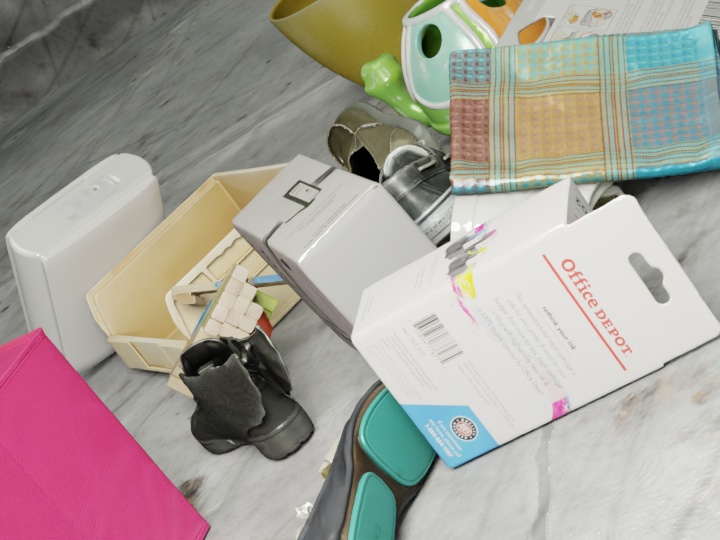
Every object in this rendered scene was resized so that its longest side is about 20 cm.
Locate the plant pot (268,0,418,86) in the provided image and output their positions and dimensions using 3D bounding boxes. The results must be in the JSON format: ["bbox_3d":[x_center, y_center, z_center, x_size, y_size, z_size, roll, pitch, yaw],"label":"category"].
[{"bbox_3d":[0.019,-0.287,1.907,0.200,0.142,0.200,-34,19,13],"label":"plant pot"}]

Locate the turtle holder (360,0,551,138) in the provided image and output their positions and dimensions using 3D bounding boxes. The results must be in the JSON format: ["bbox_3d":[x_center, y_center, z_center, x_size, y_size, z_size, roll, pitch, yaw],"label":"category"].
[{"bbox_3d":[0.098,-0.199,1.572,0.141,0.132,0.185,-44,20,-16],"label":"turtle holder"}]

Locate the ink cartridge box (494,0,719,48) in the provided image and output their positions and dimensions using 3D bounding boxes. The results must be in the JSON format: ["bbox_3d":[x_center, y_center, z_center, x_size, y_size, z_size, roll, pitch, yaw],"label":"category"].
[{"bbox_3d":[0.194,-0.157,1.303,0.173,0.044,0.200,9,40,20],"label":"ink cartridge box"}]

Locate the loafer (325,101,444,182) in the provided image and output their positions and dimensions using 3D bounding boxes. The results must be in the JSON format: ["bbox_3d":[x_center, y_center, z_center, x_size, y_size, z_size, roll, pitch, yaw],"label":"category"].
[{"bbox_3d":[0.008,-0.112,1.618,0.070,0.075,0.200,-38,18,-15],"label":"loafer"}]

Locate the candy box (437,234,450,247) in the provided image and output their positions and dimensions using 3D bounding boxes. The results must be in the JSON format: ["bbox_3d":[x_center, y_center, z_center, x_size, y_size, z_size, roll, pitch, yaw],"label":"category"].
[{"bbox_3d":[0.125,-0.063,1.364,0.200,0.026,0.102,-40,23,-8],"label":"candy box"}]

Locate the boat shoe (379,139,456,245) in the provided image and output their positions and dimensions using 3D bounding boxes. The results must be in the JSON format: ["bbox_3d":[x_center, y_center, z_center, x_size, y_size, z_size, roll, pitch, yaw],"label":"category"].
[{"bbox_3d":[0.052,-0.071,1.333,0.072,0.071,0.200,-39,5,7],"label":"boat shoe"}]

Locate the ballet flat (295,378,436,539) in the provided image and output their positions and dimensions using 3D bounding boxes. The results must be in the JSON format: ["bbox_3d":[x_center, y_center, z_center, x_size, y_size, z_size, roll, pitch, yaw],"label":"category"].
[{"bbox_3d":[-0.002,0.136,1.068,0.073,0.073,0.200,-26,24,30],"label":"ballet flat"}]

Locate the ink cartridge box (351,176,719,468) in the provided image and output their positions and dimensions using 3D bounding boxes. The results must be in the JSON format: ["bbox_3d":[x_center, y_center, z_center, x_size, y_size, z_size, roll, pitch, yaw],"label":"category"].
[{"bbox_3d":[0.109,0.025,1.050,0.200,0.115,0.068,-29,21,23],"label":"ink cartridge box"}]

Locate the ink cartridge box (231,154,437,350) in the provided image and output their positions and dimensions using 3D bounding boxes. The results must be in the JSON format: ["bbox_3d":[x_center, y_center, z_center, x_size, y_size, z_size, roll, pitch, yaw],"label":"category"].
[{"bbox_3d":[0.000,0.000,1.258,0.084,0.146,0.200,-45,19,-6],"label":"ink cartridge box"}]

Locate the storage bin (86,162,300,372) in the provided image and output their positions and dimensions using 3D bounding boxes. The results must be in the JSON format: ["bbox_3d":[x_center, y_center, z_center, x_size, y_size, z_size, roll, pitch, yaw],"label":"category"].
[{"bbox_3d":[-0.137,0.001,1.587,0.199,0.094,0.200,-45,20,-22],"label":"storage bin"}]

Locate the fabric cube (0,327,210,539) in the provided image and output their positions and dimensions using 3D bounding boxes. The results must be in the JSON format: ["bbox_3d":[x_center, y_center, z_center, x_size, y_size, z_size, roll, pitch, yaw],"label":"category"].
[{"bbox_3d":[-0.268,0.198,1.198,0.196,0.199,0.200,-22,24,36],"label":"fabric cube"}]

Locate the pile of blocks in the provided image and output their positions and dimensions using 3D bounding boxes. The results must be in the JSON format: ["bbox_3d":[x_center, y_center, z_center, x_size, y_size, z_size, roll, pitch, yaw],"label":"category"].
[{"bbox_3d":[-0.102,0.055,1.385,0.082,0.062,0.200,-66,8,-27],"label":"pile of blocks"}]

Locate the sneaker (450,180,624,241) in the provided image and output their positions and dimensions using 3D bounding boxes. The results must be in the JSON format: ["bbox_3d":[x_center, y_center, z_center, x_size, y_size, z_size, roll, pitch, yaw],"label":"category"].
[{"bbox_3d":[0.137,-0.052,1.246,0.116,0.074,0.200,1,26,13],"label":"sneaker"}]

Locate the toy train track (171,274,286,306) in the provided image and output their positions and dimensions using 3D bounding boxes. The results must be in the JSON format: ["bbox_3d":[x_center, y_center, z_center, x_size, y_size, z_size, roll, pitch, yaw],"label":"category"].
[{"bbox_3d":[-0.061,0.019,1.422,0.200,0.033,0.115,-6,-7,15],"label":"toy train track"}]

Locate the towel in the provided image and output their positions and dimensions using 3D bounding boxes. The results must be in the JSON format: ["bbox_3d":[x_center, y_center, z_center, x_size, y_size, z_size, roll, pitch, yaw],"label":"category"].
[{"bbox_3d":[0.162,-0.117,1.207,0.200,0.022,0.147,-5,48,7],"label":"towel"}]

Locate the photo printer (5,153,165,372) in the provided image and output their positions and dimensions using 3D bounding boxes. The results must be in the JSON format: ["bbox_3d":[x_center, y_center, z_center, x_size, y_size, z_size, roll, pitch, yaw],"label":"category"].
[{"bbox_3d":[-0.263,0.003,1.686,0.069,0.200,0.166,31,54,28],"label":"photo printer"}]

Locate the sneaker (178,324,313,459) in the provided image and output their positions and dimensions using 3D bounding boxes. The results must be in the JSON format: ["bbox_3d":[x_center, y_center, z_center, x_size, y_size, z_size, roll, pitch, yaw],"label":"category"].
[{"bbox_3d":[-0.100,0.089,1.295,0.060,0.104,0.200,-46,20,-21],"label":"sneaker"}]
